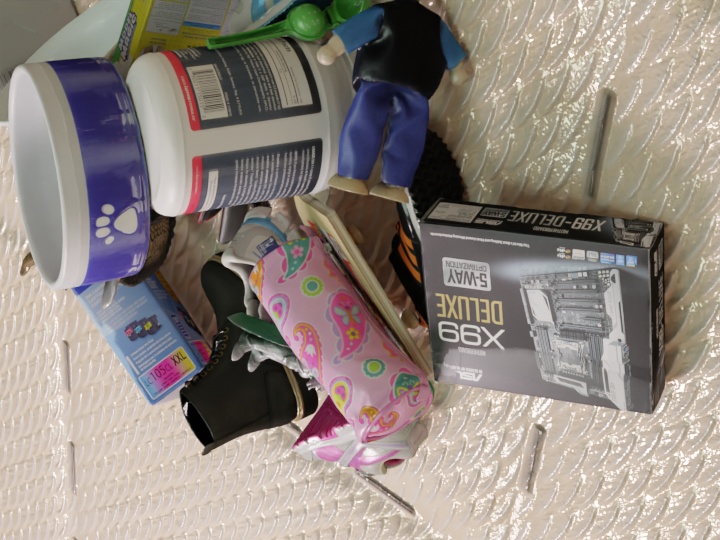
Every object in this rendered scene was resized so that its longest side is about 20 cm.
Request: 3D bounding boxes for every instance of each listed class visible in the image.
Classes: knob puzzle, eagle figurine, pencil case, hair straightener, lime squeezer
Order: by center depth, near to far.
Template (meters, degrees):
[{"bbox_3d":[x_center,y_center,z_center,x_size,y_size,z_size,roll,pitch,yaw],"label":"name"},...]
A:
[{"bbox_3d":[-0.032,-0.223,1.390,0.199,0.071,0.038,-27,84,8],"label":"lime squeezer"},{"bbox_3d":[-0.019,0.057,1.455,0.201,0.087,0.088,54,143,23],"label":"pencil case"},{"bbox_3d":[0.000,0.000,1.520,0.220,0.030,0.220,54,173,10],"label":"knob puzzle"},{"bbox_3d":[-0.108,-0.096,1.625,0.077,0.041,0.201,44,135,18],"label":"hair straightener"},{"bbox_3d":[-0.229,-0.058,1.638,0.151,0.199,0.153,12,113,50],"label":"eagle figurine"}]

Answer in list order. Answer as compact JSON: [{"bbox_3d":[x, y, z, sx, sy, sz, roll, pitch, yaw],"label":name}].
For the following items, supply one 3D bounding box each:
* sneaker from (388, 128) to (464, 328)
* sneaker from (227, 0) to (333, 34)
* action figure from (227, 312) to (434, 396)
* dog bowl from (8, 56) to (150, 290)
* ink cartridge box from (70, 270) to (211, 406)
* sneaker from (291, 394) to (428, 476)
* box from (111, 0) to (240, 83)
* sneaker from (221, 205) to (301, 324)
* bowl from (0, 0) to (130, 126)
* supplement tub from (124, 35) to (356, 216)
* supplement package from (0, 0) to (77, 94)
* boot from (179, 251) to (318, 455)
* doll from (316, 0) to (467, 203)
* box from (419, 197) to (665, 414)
[{"bbox_3d":[0.051,-0.031,1.460,0.089,0.070,0.202,-3,114,45],"label":"sneaker"},{"bbox_3d":[-0.061,-0.270,1.428,0.200,0.076,0.081,-43,74,45],"label":"sneaker"},{"bbox_3d":[-0.022,0.094,1.535,0.198,0.055,0.118,13,169,24],"label":"action figure"},{"bbox_3d":[-0.253,-0.087,1.458,0.200,0.078,0.202,170,90,-68],"label":"dog bowl"},{"bbox_3d":[-0.243,0.043,1.779,0.201,0.076,0.136,54,-178,4],"label":"ink cartridge box"},{"bbox_3d":[0.000,0.169,1.642,0.088,0.082,0.200,41,157,-12],"label":"sneaker"},{"bbox_3d":[-0.173,-0.186,1.528,0.048,0.116,0.201,56,133,45],"label":"box"},{"bbox_3d":[-0.068,0.040,1.609,0.200,0.087,0.075,51,141,-13],"label":"sneaker"},{"bbox_3d":[-0.262,-0.185,1.628,0.200,0.202,0.091,-6,132,49],"label":"bowl"},{"bbox_3d":[-0.096,-0.129,1.425,0.140,0.198,0.142,170,90,-69],"label":"supplement tub"},{"bbox_3d":[-0.407,-0.242,1.716,0.110,0.199,0.157,-8,109,49],"label":"supplement package"},{"bbox_3d":[-0.148,0.083,1.688,0.201,0.137,0.078,55,147,22],"label":"boot"},{"bbox_3d":[0.024,-0.162,1.355,0.048,0.135,0.202,-156,78,-67],"label":"doll"},{"bbox_3d":[0.152,0.029,1.360,0.198,0.050,0.159,8,122,23],"label":"box"}]
